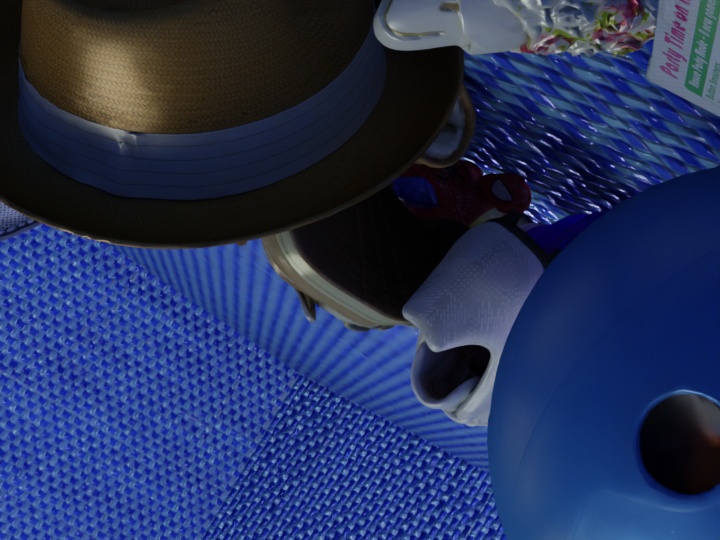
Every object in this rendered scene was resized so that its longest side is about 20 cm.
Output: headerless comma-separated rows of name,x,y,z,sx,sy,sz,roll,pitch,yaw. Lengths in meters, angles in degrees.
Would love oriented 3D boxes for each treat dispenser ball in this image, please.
treat dispenser ball,0.146,0.061,0.708,0.201,0.201,0.201,30,173,4

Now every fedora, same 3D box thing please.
fedora,-0.058,-0.095,0.705,0.200,0.201,0.082,28,141,24

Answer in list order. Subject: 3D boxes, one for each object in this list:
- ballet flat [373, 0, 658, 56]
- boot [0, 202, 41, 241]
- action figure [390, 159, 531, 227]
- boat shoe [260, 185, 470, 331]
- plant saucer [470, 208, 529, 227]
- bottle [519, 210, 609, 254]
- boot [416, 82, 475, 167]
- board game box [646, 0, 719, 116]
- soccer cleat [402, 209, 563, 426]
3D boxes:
ballet flat,0.005,-0.113,0.648,0.200,0.064,0.076,31,173,-2
boot,-0.102,-0.066,0.819,0.073,0.200,0.090,43,-174,-42
action figure,-0.004,-0.054,1.059,0.200,0.065,0.052,11,130,18
boat shoe,0.000,0.000,0.955,0.063,0.073,0.200,-14,162,25
plant saucer,0.074,-0.005,1.196,0.200,0.048,0.200,33,173,-21
bottle,0.134,0.010,0.965,0.084,0.065,0.200,41,170,-25
boot,-0.058,-0.115,0.942,0.175,0.066,0.200,30,172,-30
board game box,0.167,-0.045,0.436,0.200,0.064,0.148,28,172,11
soccer cleat,0.063,0.047,0.957,0.070,0.086,0.200,43,166,31
